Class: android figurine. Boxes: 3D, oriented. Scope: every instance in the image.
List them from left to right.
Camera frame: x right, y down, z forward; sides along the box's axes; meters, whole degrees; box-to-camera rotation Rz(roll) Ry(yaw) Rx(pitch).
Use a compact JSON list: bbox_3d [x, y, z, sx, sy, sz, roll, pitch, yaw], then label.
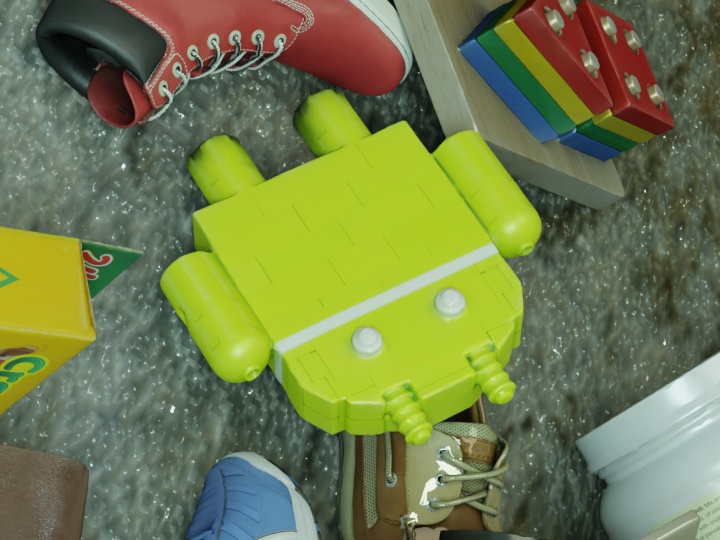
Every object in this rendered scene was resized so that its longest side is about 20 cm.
[{"bbox_3d":[0.000,0.000,1.195,0.182,0.041,0.200,-23,58,-16],"label":"android figurine"}]

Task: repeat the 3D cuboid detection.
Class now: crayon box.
[{"bbox_3d":[-0.198,0.026,0.996,0.200,0.127,0.051,8,58,-38],"label":"crayon box"}]

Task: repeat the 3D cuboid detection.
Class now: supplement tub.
[{"bbox_3d":[0.215,0.142,1.277,0.145,0.145,0.200,-25,81,-48],"label":"supplement tub"}]

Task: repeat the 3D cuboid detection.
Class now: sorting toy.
[{"bbox_3d":[0.089,-0.151,1.373,0.199,0.070,0.200,16,51,-60],"label":"sorting toy"}]

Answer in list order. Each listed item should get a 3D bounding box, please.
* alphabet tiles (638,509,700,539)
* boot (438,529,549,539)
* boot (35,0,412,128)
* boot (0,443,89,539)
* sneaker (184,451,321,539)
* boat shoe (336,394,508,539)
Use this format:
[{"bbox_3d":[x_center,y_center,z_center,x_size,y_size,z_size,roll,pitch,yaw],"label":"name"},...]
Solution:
[{"bbox_3d":[0.062,0.197,1.013,0.167,0.200,0.008,-26,53,-25],"label":"alphabet tiles"},{"bbox_3d":[0.115,0.205,1.144,0.200,0.077,0.138,14,77,-20],"label":"boot"},{"bbox_3d":[-0.068,-0.108,1.255,0.200,0.072,0.144,27,52,-22],"label":"boot"},{"bbox_3d":[-0.114,0.151,0.991,0.186,0.064,0.200,2,54,-6],"label":"boot"},{"bbox_3d":[-0.071,0.158,1.057,0.077,0.076,0.200,30,47,-24],"label":"sneaker"},{"bbox_3d":[0.033,0.097,1.196,0.076,0.074,0.200,8,57,-39],"label":"boat shoe"}]
